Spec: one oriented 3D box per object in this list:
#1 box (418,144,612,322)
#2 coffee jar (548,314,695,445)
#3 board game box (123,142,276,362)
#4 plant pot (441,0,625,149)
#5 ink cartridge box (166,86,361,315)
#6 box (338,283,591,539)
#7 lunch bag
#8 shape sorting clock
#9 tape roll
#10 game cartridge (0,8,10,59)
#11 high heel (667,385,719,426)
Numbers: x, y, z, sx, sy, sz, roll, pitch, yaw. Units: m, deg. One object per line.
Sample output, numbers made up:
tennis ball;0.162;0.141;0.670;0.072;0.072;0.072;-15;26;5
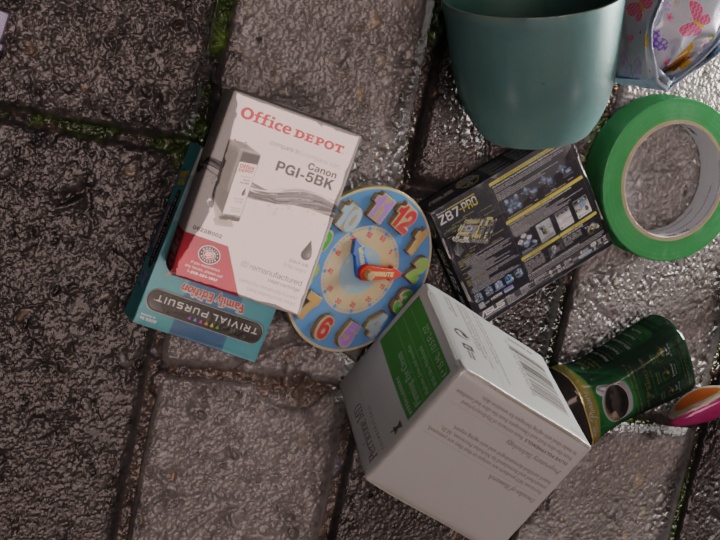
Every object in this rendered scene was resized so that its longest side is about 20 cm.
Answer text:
box;0.184;-0.052;1.690;0.199;0.049;0.162;-31;114;-12
coffee jar;0.308;0.141;1.766;0.199;0.085;0.105;-25;113;-15
board game box;-0.149;-0.018;1.565;0.150;0.047;0.201;20;94;-25
plant pot;0.192;-0.229;1.577;0.200;0.201;0.162;-14;118;-18
ink cartridge box;-0.102;-0.073;1.486;0.146;0.083;0.201;18;95;-12
box;0.112;0.163;1.612;0.200;0.199;0.172;31;108;-24
lunch bag;0.336;-0.303;1.625;0.127;0.169;0.201;24;90;-28
shape sorting clock;0.000;0.000;1.609;0.199;0.039;0.201;-16;118;-33
tape roll;0.371;-0.113;1.750;0.199;0.048;0.202;-5;104;-20
game cartridge;-0.435;-0.181;1.419;0.129;0.038;0.201;17;96;-20
high heel;0.486;0.189;1.861;0.199;0.067;0.096;-21;100;-30
